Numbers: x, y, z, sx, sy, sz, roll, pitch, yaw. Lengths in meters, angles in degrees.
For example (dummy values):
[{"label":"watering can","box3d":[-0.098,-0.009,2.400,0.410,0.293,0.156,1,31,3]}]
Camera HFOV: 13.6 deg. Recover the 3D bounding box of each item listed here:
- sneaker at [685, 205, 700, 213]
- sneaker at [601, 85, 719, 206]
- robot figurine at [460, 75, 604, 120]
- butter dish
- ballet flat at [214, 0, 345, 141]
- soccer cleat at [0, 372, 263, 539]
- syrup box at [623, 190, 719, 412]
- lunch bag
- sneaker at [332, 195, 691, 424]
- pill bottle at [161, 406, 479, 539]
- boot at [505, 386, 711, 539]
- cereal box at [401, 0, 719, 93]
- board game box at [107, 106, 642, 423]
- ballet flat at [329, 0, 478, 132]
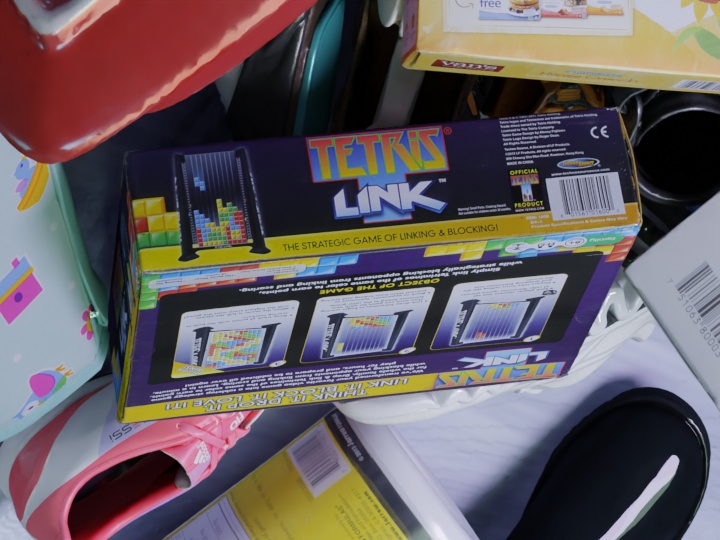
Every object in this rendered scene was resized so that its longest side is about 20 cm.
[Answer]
[{"label":"sneaker","box3d":[0.228,-0.086,1.368,0.078,0.089,0.200,19,114,-39]},{"label":"sneaker","box3d":[0.115,-0.115,1.203,0.070,0.099,0.201,-18,119,4]},{"label":"robot figurine","box3d":[0.118,-0.124,1.296,0.144,0.058,0.201,11,118,-29]},{"label":"butter dish","box3d":[-0.074,-0.146,1.116,0.200,0.200,0.148,-38,157,2]},{"label":"ballet flat","box3d":[-0.030,-0.119,1.217,0.068,0.068,0.201,19,113,7]},{"label":"soccer cleat","box3d":[-0.067,0.054,1.321,0.200,0.073,0.068,-36,133,-2]},{"label":"syrup box","box3d":[0.200,0.005,1.277,0.081,0.079,0.200,-40,163,24]},{"label":"lunch bag","box3d":[-0.205,-0.001,1.172,0.199,0.122,0.171,-19,131,-8]},{"label":"sneaker","box3d":[0.069,0.031,1.374,0.199,0.075,0.081,-22,148,-27]},{"label":"pill bottle","box3d":[-0.045,0.158,1.387,0.200,0.112,0.112,-37,134,2]},{"label":"boot","box3d":[0.092,0.161,1.427,0.076,0.168,0.200,39,107,-4]},{"label":"cereal box","box3d":[0.091,-0.173,1.156,0.143,0.040,0.201,4,83,-9]},{"label":"board game box","box3d":[0.000,0.000,1.224,0.199,0.057,0.165,-5,159,-11]},{"label":"ballet flat","box3d":[0.022,-0.092,1.252,0.067,0.072,0.201,18,121,0]}]
